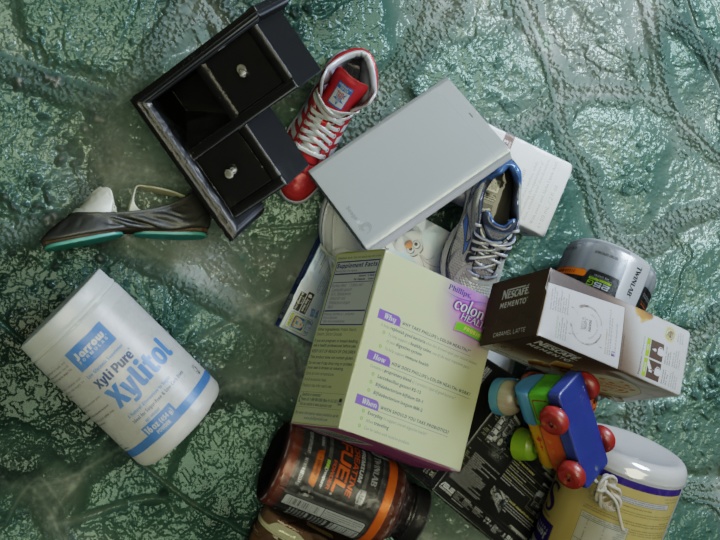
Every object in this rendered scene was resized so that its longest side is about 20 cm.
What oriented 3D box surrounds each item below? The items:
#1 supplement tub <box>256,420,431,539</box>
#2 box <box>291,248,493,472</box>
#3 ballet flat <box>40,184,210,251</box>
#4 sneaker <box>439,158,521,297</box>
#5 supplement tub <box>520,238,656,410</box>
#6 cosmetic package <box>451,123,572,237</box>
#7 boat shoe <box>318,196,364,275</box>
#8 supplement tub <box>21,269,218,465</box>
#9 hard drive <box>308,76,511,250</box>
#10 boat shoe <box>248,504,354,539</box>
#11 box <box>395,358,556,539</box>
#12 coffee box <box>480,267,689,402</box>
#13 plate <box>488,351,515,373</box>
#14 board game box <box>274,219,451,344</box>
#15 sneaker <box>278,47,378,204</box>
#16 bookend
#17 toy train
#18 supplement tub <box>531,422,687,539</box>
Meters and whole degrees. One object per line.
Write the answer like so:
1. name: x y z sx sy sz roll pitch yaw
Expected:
1. supplement tub: -0.017 0.262 1.540 0.199 0.107 0.107 23 87 -13
2. box: 0.041 0.101 1.419 0.175 0.096 0.201 23 75 -33
3. ballet flat: -0.275 -0.063 1.497 0.199 0.068 0.069 -5 83 -22
4. sneaker: 0.146 -0.042 1.504 0.077 0.085 0.201 9 94 -11
5. supplement tub: 0.274 0.073 1.570 0.122 0.122 0.201 28 74 -12
6. cosmetic package: 0.148 -0.125 1.577 0.199 0.074 0.102 23 87 -13
7. boat shoe: -0.005 0.001 1.496 0.074 0.086 0.203 -5 92 -12
8. supplement tub: -0.272 0.112 1.466 0.200 0.132 0.132 45 83 -11
9. hard drive: 0.056 -0.122 1.484 0.200 0.026 0.132 -34 62 -5
10. boat shoe: -0.046 0.358 1.562 0.202 0.075 0.075 32 99 -6
11. box: 0.162 0.224 1.545 0.164 0.086 0.200 -51 130 -6
12. coffee box: 0.249 0.076 1.422 0.199 0.114 0.080 23 70 -24
13. plate: 0.114 0.120 1.564 0.199 0.032 0.201 10 95 -31
14. board game box: 0.027 0.022 1.571 0.198 0.043 0.201 28 86 -12
15. sneaker: -0.041 -0.174 1.513 0.071 0.112 0.201 24 87 -11
16. bookend: -0.119 -0.173 1.457 0.198 0.092 0.200 -29 100 28
17. toy train: 0.218 0.205 1.430 0.085 0.115 0.201 -39 118 -39
18. supplement tub: 0.287 0.297 1.518 0.145 0.145 0.201 16 100 -12
